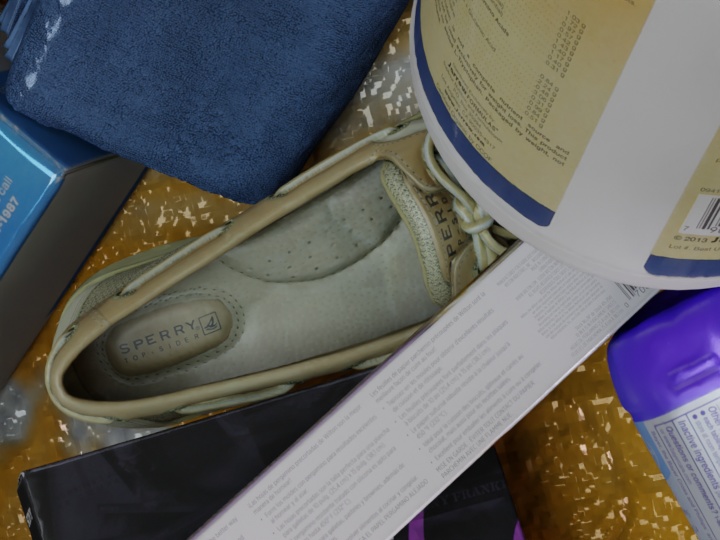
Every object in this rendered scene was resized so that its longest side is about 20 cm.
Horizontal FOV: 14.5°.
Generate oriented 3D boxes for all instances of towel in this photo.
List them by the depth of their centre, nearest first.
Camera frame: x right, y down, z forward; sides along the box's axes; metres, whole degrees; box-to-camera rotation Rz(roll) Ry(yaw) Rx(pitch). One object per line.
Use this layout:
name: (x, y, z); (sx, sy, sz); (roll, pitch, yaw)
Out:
towel: (-0.025, -0.122, 0.876); (0.111, 0.049, 0.200); (25, 111, -18)

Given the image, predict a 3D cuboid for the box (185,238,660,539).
box: (0.015, 0.045, 0.823); (0.200, 0.039, 0.041); (-43, 90, -11)

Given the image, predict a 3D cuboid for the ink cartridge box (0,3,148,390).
ink cartridge box: (-0.191, -0.045, 0.946); (0.200, 0.084, 0.145); (39, 112, 9)

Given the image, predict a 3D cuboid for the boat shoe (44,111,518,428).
boat shoe: (-0.002, -0.002, 0.871); (0.200, 0.063, 0.073); (-19, 96, 3)

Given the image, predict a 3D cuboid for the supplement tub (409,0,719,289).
supplement tub: (0.099, -0.100, 0.748); (0.144, 0.144, 0.200); (38, 150, 10)

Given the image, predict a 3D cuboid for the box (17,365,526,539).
box: (-0.007, 0.135, 0.844); (0.143, 0.036, 0.201); (-17, 79, -12)

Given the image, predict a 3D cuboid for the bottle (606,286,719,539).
bottle: (0.147, 0.091, 0.845); (0.065, 0.084, 0.200); (-28, 94, 23)
